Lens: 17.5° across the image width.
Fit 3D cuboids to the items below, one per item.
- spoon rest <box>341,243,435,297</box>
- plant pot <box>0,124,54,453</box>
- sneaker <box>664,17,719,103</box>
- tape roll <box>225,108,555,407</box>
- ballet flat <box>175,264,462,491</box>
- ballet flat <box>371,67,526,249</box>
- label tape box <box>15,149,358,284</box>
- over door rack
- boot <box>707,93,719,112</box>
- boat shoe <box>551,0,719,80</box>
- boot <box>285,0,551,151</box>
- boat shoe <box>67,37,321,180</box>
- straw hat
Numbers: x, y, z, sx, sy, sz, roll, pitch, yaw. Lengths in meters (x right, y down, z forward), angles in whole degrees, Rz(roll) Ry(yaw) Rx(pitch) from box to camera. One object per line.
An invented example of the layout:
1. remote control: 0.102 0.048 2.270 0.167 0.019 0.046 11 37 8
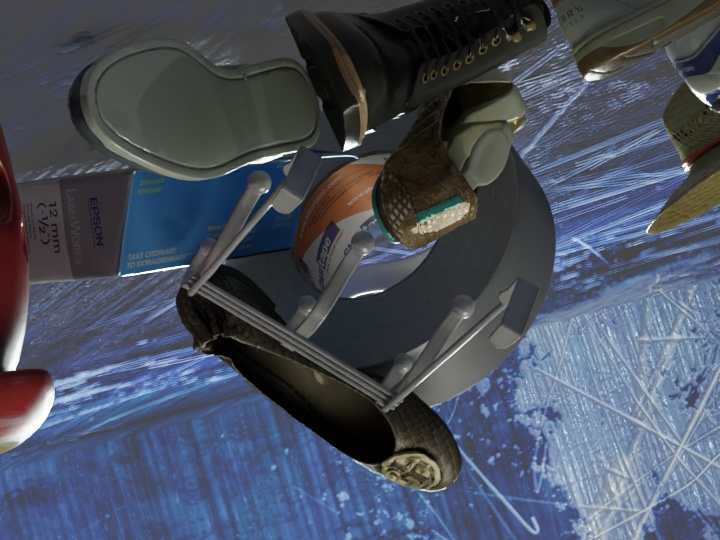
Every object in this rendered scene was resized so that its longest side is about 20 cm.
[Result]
1. spoon rest: 0.072 0.011 2.252 0.199 0.100 0.061 -4 166 -11
2. plant pot: -0.254 0.017 1.143 0.199 0.183 0.200 -16 175 -2
3. sneaker: 0.278 -0.160 1.449 0.199 0.089 0.075 -18 171 -10
4. tape roll: 0.018 -0.013 1.454 0.199 0.201 0.066 -20 145 16
5. ballet flat: -0.026 0.071 1.370 0.067 0.200 0.046 -43 -166 38
6. ballet flat: 0.062 -0.077 1.350 0.065 0.071 0.200 -15 -151 25
7. label tape box: -0.117 -0.031 1.385 0.199 0.066 0.143 -2 -174 44
8. over door rack: 0.000 0.000 1.261 0.147 0.067 0.200 30 157 -10
9. boot: 0.325 -0.149 1.575 0.167 0.077 0.200 -11 179 20
10. boat shoe: 0.186 -0.172 1.229 0.199 0.067 0.074 -29 176 -21
11. boot: 0.038 -0.125 1.246 0.138 0.078 0.200 -22 -174 3
12. boat shoe: -0.095 -0.079 1.222 0.062 0.073 0.200 -11 178 31
13. straw hat: 0.285 -0.116 1.805 0.200 0.085 0.201 -30 171 -5
